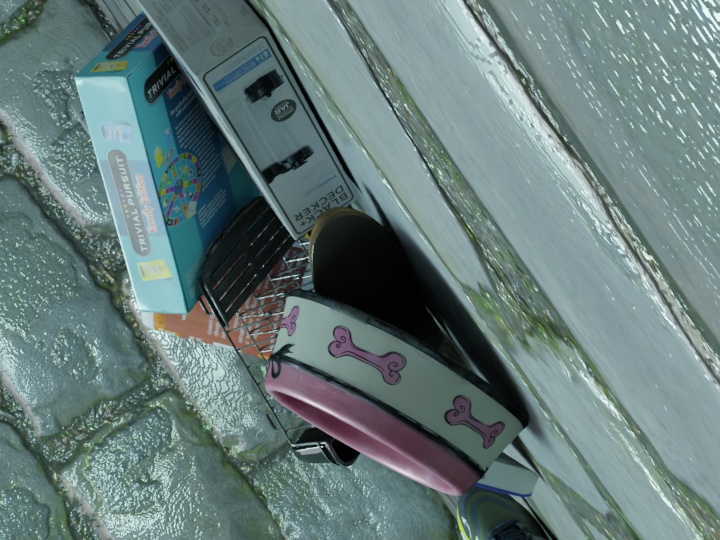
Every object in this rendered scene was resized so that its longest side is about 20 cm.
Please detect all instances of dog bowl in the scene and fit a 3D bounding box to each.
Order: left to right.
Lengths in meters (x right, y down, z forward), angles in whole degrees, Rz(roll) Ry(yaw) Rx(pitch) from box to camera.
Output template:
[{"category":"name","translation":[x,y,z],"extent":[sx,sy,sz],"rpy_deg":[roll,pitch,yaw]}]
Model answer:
[{"category":"dog bowl","translation":[0.018,0.094,1.450],"extent":[0.199,0.074,0.200],"rpy_deg":[28,170,6]}]

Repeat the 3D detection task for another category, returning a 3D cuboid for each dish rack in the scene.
[{"category":"dish rack","translation":[-0.045,0.041,1.574],"extent":[0.201,0.054,0.154],"rpy_deg":[61,-143,-20]}]

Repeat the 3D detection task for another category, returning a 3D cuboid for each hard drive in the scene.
[{"category":"hard drive","translation":[0.042,0.132,1.674],"extent":[0.131,0.025,0.200],"rpy_deg":[18,-174,-35]}]

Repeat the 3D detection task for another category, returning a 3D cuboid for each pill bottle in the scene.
[{"category":"pill bottle","translation":[-0.085,0.020,1.751],"extent":[0.199,0.113,0.112],"rpy_deg":[15,172,3]}]

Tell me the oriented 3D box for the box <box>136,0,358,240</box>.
[{"category":"box","translation":[-0.081,-0.126,1.453],"extent":[0.117,0.060,0.200],"rpy_deg":[52,175,38]}]

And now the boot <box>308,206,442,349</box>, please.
[{"category":"boot","translation":[0.000,0.000,1.522],"extent":[0.076,0.073,0.200],"rpy_deg":[64,-176,35]}]

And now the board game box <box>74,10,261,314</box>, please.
[{"category":"board game box","translation":[-0.142,-0.092,1.525],"extent":[0.151,0.047,0.201],"rpy_deg":[-56,-39,-51]}]

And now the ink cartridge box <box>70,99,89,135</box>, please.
[{"category":"ink cartridge box","translation":[-0.403,-0.263,3.442],"extent":[0.083,0.145,0.200],"rpy_deg":[58,174,-32]}]

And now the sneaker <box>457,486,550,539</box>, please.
[{"category":"sneaker","translation":[0.166,0.277,1.893],"extent":[0.200,0.074,0.081],"rpy_deg":[47,164,21]}]

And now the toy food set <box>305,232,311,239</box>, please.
[{"category":"toy food set","translation":[-0.065,-0.054,1.845],"extent":[0.144,0.060,0.200],"rpy_deg":[52,174,34]}]
